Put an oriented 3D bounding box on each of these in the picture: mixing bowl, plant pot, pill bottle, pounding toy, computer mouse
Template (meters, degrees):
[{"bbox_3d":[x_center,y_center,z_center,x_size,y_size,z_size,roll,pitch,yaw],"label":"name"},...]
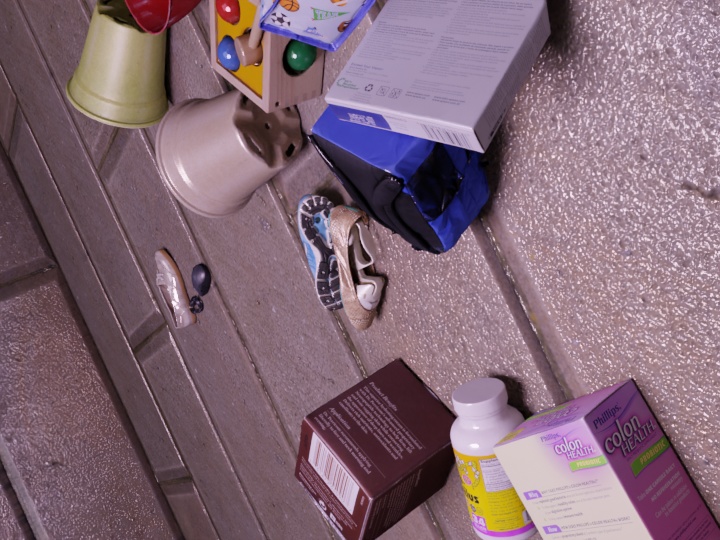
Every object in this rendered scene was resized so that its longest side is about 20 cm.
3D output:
[{"bbox_3d":[-0.315,-0.501,1.238,0.199,0.107,0.204,33,135,39],"label":"mixing bowl"},{"bbox_3d":[-0.448,-0.407,1.441,0.201,0.198,0.186,46,132,27],"label":"plant pot"},{"bbox_3d":[0.179,0.252,1.014,0.103,0.103,0.204,4,113,54],"label":"pill bottle"},{"bbox_3d":[-0.135,-0.332,1.053,0.200,0.140,0.187,42,141,32],"label":"pounding toy"},{"bbox_3d":[-0.385,0.049,1.768,0.059,0.034,0.201,53,146,17],"label":"computer mouse"},{"bbox_3d":[-0.194,-0.204,1.206,0.181,0.199,0.204,-14,99,45],"label":"plant pot"}]

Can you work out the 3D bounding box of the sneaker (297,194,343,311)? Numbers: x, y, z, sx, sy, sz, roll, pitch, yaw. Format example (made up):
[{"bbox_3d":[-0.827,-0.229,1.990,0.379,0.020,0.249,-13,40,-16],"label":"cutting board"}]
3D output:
[{"bbox_3d":[-0.053,-0.033,1.216,0.090,0.077,0.204,-129,24,-65],"label":"sneaker"}]

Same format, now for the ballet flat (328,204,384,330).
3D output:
[{"bbox_3d":[0.000,0.000,1.149,0.064,0.070,0.204,3,117,42],"label":"ballet flat"}]

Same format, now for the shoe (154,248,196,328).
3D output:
[{"bbox_3d":[-0.465,0.046,1.863,0.069,0.053,0.204,-17,96,57],"label":"shoe"}]

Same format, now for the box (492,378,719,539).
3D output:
[{"bbox_3d":[0.279,0.256,0.879,0.203,0.096,0.176,60,147,7],"label":"box"}]

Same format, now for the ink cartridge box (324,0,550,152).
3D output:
[{"bbox_3d":[0.086,-0.228,0.775,0.197,0.202,0.041,21,165,38],"label":"ink cartridge box"}]

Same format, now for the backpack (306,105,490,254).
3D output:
[{"bbox_3d":[0.070,-0.124,0.878,0.162,0.168,0.201,39,172,40],"label":"backpack"}]

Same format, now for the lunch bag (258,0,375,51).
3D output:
[{"bbox_3d":[-0.024,-0.365,0.813,0.199,0.121,0.174,148,126,-61],"label":"lunch bag"}]

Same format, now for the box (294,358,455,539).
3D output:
[{"bbox_3d":[0.026,0.283,1.168,0.166,0.198,0.166,43,142,30],"label":"box"}]
